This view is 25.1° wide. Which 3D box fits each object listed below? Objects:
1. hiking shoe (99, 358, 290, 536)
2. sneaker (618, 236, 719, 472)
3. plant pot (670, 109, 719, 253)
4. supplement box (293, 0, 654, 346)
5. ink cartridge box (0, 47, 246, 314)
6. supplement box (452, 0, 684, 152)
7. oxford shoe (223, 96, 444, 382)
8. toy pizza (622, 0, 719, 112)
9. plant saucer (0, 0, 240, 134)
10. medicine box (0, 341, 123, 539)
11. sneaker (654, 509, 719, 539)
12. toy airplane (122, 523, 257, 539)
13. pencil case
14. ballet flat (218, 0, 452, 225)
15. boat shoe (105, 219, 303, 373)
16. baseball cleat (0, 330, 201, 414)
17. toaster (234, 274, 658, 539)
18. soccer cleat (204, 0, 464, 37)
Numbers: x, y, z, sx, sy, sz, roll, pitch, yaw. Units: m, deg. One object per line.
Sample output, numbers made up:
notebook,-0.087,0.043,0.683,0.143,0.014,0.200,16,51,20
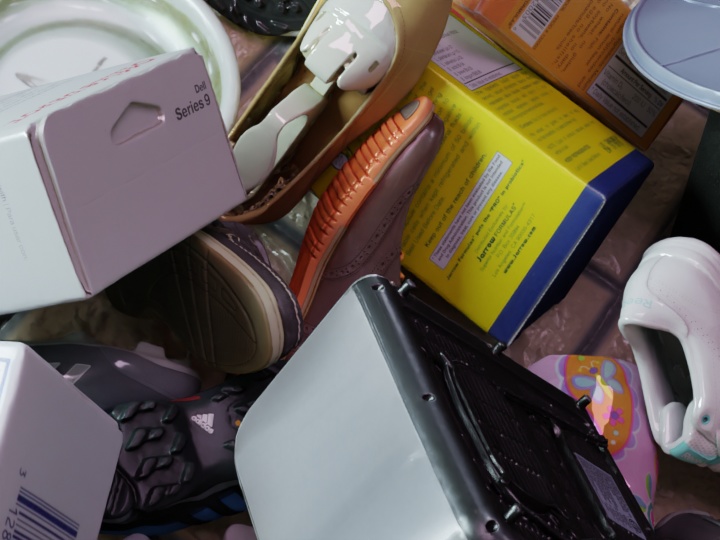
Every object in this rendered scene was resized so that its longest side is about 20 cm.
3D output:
hiking shoe,-0.070,0.094,0.850,0.198,0.087,0.075,-3,71,-26
sneaker,0.197,0.086,0.884,0.201,0.075,0.089,55,44,-11
plant pot,0.301,-0.027,0.962,0.198,0.201,0.178,-22,52,-24
supplement box,0.052,-0.069,0.945,0.199,0.110,0.109,38,26,12
ink cartridge box,-0.179,-0.036,0.797,0.145,0.198,0.088,-39,113,-56
supplement box,0.124,-0.148,0.985,0.069,0.199,0.067,-52,47,5
oxford shoe,0.000,0.000,0.891,0.072,0.201,0.071,29,13,-10
toy pizza,0.250,-0.128,0.926,0.197,0.032,0.201,-4,35,3
plant saucer,-0.172,-0.107,0.973,0.197,0.050,0.202,6,58,-10
medicine box,-0.232,0.128,0.718,0.198,0.103,0.184,3,66,21
sneaker,0.216,0.215,0.849,0.079,0.076,0.200,-31,69,-25
toy airplane,-0.040,0.190,0.763,0.198,0.142,0.200,-16,63,-22
pencil case,0.119,0.146,0.867,0.086,0.088,0.202,10,57,-7
ballet flat,-0.020,-0.096,0.874,0.069,0.201,0.063,42,27,10
boat shoe,-0.078,0.002,0.863,0.065,0.200,0.073,-15,107,-29
baseball cleat,-0.186,0.081,0.853,0.197,0.070,0.108,6,70,-4
toaster,0.056,0.127,0.738,0.180,0.119,0.201,31,22,-37
soccer cleat,-0.026,-0.186,1.058,0.198,0.069,0.073,22,32,5
